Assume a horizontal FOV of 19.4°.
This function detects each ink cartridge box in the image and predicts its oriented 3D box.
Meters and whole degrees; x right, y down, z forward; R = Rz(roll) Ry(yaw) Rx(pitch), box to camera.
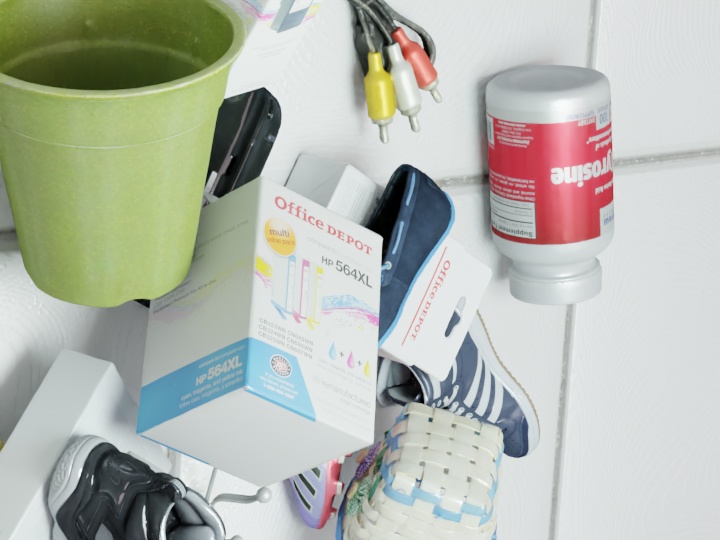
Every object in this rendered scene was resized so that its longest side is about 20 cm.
[{"bbox_3d":[-0.072,0.036,1.566,0.128,0.125,0.201,26,53,-36],"label":"ink cartridge box"},{"bbox_3d":[-0.077,-0.234,1.521,0.067,0.117,0.200,-19,154,-40],"label":"ink cartridge box"},{"bbox_3d":[0.010,0.001,1.770,0.200,0.067,0.116,34,76,-40],"label":"ink cartridge box"}]

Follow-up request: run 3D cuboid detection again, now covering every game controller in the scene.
[{"bbox_3d":[-0.132,-0.066,1.645,0.104,0.042,0.201,29,79,-31],"label":"game controller"}]

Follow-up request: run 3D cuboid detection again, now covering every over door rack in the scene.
[{"bbox_3d":[-0.126,0.186,1.631,0.148,0.066,0.201,-53,154,-48],"label":"over door rack"}]

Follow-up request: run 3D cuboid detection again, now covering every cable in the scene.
[{"bbox_3d":[0.018,-0.210,1.743,0.097,0.050,0.201,-40,126,-29],"label":"cable"}]

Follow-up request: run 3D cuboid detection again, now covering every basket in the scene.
[{"bbox_3d":[0.048,0.226,1.808,0.176,0.139,0.201,-72,175,-61],"label":"basket"}]

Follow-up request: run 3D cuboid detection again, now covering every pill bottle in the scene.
[{"bbox_3d":[0.172,-0.076,1.894,0.112,0.112,0.201,-22,116,-40],"label":"pill bottle"}]

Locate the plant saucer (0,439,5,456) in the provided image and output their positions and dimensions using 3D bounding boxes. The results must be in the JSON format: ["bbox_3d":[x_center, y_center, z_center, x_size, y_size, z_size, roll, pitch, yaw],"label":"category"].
[{"bbox_3d":[-0.357,0.204,1.473,0.200,0.048,0.201,8,95,-46],"label":"plant saucer"}]

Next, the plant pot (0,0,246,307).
[{"bbox_3d":[-0.180,-0.083,1.494,0.200,0.200,0.191,-26,130,-39],"label":"plant pot"}]

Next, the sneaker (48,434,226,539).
[{"bbox_3d":[-0.157,0.215,1.518,0.076,0.113,0.201,-48,144,-45],"label":"sneaker"}]

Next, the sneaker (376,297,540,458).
[{"bbox_3d":[0.084,0.117,1.885,0.109,0.070,0.200,-49,124,-31],"label":"sneaker"}]

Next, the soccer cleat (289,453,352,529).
[{"bbox_3d":[-0.046,0.129,1.771,0.067,0.076,0.201,-72,168,-56],"label":"soccer cleat"}]

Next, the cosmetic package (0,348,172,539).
[{"bbox_3d":[-0.224,0.182,1.554,0.200,0.052,0.151,-62,150,-28],"label":"cosmetic package"}]

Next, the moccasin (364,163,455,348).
[{"bbox_3d":[0.000,0.000,1.678,0.068,0.080,0.200,50,53,-30],"label":"moccasin"}]
